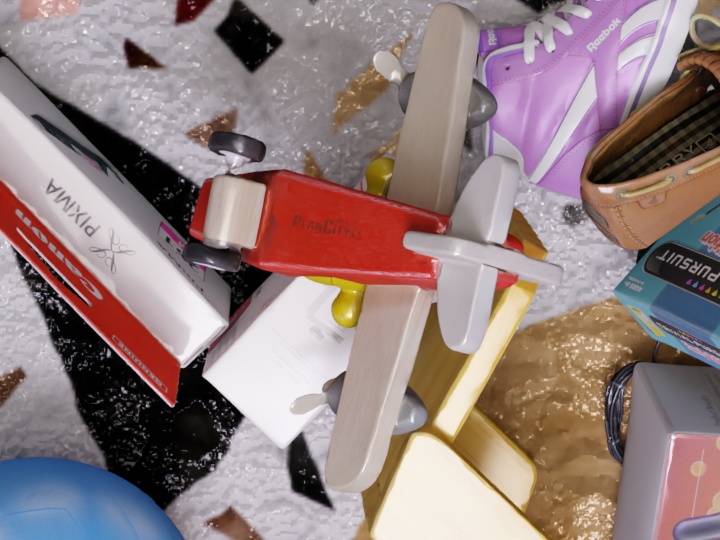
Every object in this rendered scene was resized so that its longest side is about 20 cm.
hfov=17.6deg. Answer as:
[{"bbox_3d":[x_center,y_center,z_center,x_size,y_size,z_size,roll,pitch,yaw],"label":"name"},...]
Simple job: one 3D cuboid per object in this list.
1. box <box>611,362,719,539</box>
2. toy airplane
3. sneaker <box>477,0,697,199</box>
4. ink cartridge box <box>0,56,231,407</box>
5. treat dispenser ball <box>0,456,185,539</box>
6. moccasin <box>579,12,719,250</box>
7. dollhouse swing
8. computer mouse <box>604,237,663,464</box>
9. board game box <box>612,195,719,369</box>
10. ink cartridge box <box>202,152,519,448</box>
[{"bbox_3d":[0.259,0.149,1.392,0.199,0.106,0.153,3,110,-7],"label":"box"},{"bbox_3d":[0.022,-0.013,1.226,0.200,0.141,0.199,-38,63,18],"label":"toy airplane"},{"bbox_3d":[0.130,-0.145,1.358,0.114,0.073,0.201,19,100,-3],"label":"sneaker"},{"bbox_3d":[-0.155,-0.027,1.314,0.044,0.174,0.200,-43,101,6],"label":"ink cartridge box"},{"bbox_3d":[-0.186,0.209,1.348,0.200,0.201,0.202,-1,102,-3],"label":"treat dispenser ball"},{"bbox_3d":[0.206,-0.098,1.322,0.201,0.074,0.078,-33,144,-3],"label":"moccasin"},{"bbox_3d":[0.092,0.091,1.338,0.182,0.200,0.176,43,96,-10],"label":"dollhouse swing"},{"bbox_3d":[0.184,0.025,1.419,0.058,0.034,0.201,8,107,-23],"label":"computer mouse"},{"bbox_3d":[0.257,-0.030,1.321,0.200,0.151,0.047,-47,117,-7],"label":"board game box"},{"bbox_3d":[0.000,0.000,1.357,0.067,0.116,0.200,43,95,-7],"label":"ink cartridge box"}]
